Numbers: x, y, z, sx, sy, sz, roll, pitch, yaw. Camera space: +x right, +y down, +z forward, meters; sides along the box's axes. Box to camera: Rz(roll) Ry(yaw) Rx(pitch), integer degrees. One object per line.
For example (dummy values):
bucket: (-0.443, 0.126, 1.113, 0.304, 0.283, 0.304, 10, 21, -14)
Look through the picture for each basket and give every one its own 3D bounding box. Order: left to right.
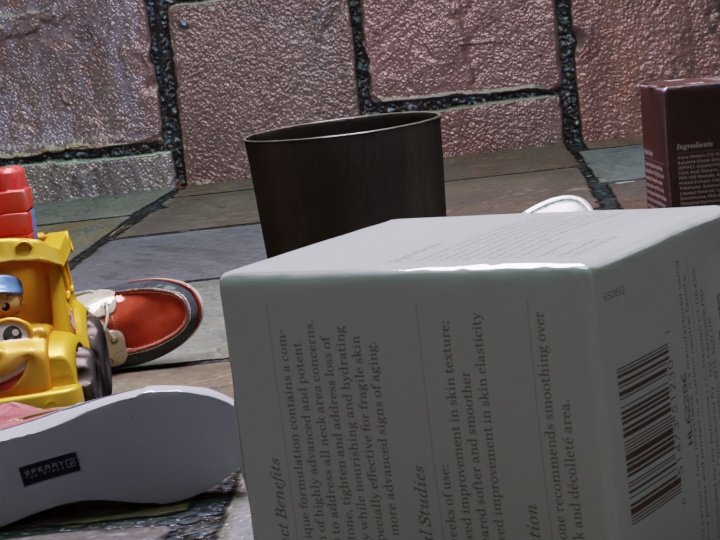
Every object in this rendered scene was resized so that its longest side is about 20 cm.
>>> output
basket: (0.000, 0.000, 1.353, 0.136, 0.201, 0.180, -8, 7, -2)

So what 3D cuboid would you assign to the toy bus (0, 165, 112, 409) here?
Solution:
toy bus: (-0.260, 0.023, 1.454, 0.135, 0.193, 0.200, -6, 9, -4)

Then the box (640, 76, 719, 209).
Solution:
box: (0.242, -0.033, 1.385, 0.075, 0.201, 0.100, -6, 8, 0)

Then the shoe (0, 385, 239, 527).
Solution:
shoe: (-0.169, 0.105, 1.210, 0.200, 0.072, 0.091, -12, 14, -8)

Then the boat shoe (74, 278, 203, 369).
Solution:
boat shoe: (-0.230, 0.049, 1.650, 0.199, 0.071, 0.063, -10, -4, 11)

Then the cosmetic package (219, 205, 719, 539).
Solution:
cosmetic package: (0.065, 0.064, 0.956, 0.200, 0.168, 0.166, -1, 11, 32)

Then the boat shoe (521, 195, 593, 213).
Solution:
boat shoe: (0.122, -0.004, 1.805, 0.199, 0.076, 0.060, -16, -30, 1)
